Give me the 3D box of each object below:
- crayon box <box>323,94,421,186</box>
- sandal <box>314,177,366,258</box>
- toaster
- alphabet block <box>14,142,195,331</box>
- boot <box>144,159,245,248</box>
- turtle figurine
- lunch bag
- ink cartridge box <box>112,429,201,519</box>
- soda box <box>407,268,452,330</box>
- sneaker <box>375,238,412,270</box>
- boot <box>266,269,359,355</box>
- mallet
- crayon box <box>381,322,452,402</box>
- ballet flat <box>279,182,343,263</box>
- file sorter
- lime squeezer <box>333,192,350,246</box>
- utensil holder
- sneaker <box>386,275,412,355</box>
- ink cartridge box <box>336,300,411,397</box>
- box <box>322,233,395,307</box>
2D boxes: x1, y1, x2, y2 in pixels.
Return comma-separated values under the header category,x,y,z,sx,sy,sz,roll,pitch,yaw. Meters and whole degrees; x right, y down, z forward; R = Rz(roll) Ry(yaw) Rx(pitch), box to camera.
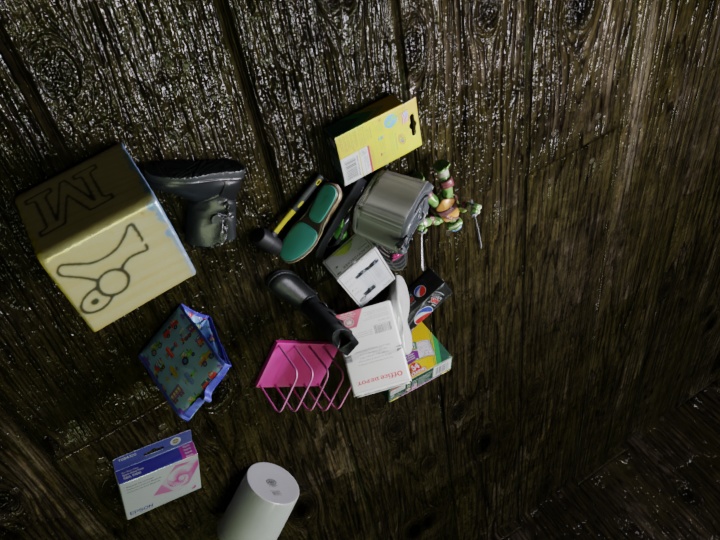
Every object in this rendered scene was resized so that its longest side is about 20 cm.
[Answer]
category,x,y,z,sx,sy,sz,roll,pitch,yaw
crayon box,0.029,-0.276,1.503,0.199,0.051,0.128,-28,137,-15
sandal,-0.039,-0.105,1.552,0.043,0.076,0.201,30,105,-10
toaster,0.066,-0.125,1.558,0.114,0.128,0.201,96,20,-51
alphabet block,-0.426,-0.057,1.219,0.199,0.197,0.196,-30,137,-13
boot,-0.311,-0.117,1.349,0.199,0.076,0.169,-10,126,-40
turtle figurine,0.196,-0.139,1.662,0.195,0.143,0.201,58,44,-33
lunch bag,-0.352,0.195,1.490,0.151,0.200,0.094,-49,139,8
ink cartridge box,-0.491,0.499,1.764,0.195,0.043,0.201,-18,135,-25
soda box,0.140,0.092,1.891,0.200,0.071,0.063,-43,140,1
sneaker,0.082,-0.059,1.702,0.073,0.088,0.201,-30,138,-14
boot,-0.106,0.092,1.597,0.066,0.200,0.164,-50,139,9
mallet,-0.141,-0.116,1.520,0.200,0.041,0.066,-45,139,-3
crayon box,0.112,0.229,1.907,0.199,0.173,0.059,-24,140,-20
ballet flat,-0.098,-0.098,1.549,0.200,0.068,0.067,-51,169,12
file sorter,-0.129,0.267,1.786,0.199,0.126,0.140,7,120,-41
lime squeezer,-0.030,-0.083,1.644,0.071,0.037,0.201,-61,147,-29
utensil holder,-0.277,0.652,1.973,0.169,0.170,0.201,9,115,-42
sneaker,0.076,0.114,1.822,0.075,0.088,0.202,12,74,-61
ink cartridge box,0.029,0.188,1.741,0.144,0.202,0.085,-15,175,-1
box,0.000,0.000,1.674,0.116,0.060,0.200,-41,154,-1
